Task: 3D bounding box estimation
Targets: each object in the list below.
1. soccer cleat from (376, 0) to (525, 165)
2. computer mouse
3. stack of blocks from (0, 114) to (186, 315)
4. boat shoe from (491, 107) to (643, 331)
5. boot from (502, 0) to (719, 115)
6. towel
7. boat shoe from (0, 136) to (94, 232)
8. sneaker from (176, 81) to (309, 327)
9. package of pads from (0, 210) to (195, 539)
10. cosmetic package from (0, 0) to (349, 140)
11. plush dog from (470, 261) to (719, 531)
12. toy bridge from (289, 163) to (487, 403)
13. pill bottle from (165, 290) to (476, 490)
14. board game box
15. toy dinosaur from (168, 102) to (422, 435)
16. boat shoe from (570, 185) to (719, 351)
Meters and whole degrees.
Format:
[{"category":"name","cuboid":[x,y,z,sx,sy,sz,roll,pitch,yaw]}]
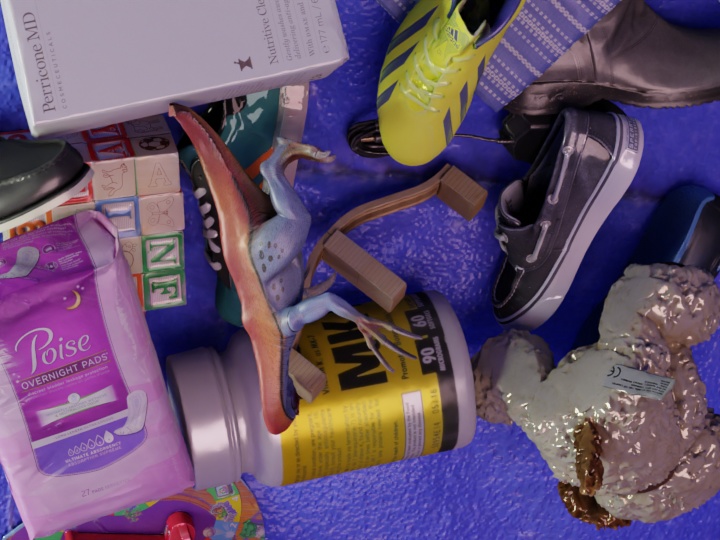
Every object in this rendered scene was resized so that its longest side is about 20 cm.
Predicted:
[{"category":"soccer cleat","cuboid":[0.059,-0.148,1.464,0.064,0.084,0.201,24,118,-6]},{"category":"computer mouse","cuboid":[0.089,-0.100,1.583,0.199,0.034,0.059,0,154,-12]},{"category":"stack of blocks","cuboid":[-0.177,0.004,1.541,0.114,0.059,0.201,-7,120,-13]},{"category":"boat shoe","cuboid":[0.123,-0.035,1.586,0.067,0.072,0.200,12,137,-17]},{"category":"boot","cuboid":[0.181,-0.178,1.544,0.199,0.070,0.132,-8,117,-15]},{"category":"towel","cuboid":[0.107,-0.214,1.484,0.145,0.024,0.200,42,114,-13]},{"category":"boat shoe","cuboid":[-0.255,-0.057,1.428,0.200,0.074,0.063,-5,118,32]},{"category":"sneaker","cuboid":[-0.088,-0.058,1.531,0.079,0.071,0.201,2,110,-17]},{"category":"package of pads","cuboid":[-0.189,0.071,1.496,0.120,0.076,0.201,-20,123,-9]},{"category":"cosmetic package","cuboid":[-0.120,-0.157,1.432,0.199,0.081,0.114,-15,89,-11]},{"category":"plush dog","cuboid":[0.192,0.112,1.590,0.199,0.161,0.172,-29,135,24]},{"category":"toy bridge","cuboid":[0.000,0.000,1.563,0.200,0.067,0.027,-48,168,-21]},{"category":"pill bottle","cuboid":[-0.029,0.086,1.601,0.199,0.114,0.115,-12,121,-11]},{"category":"board game box","cuboid":[-0.164,0.218,1.677,0.200,0.039,0.158,-36,123,4]},{"category":"toy dinosaur","cuboid":[-0.063,0.007,1.463,0.199,0.105,0.182,17,91,-18]},{"category":"boat shoe","cuboid":[0.217,0.039,1.670,0.068,0.084,0.200,21,113,-30]}]
